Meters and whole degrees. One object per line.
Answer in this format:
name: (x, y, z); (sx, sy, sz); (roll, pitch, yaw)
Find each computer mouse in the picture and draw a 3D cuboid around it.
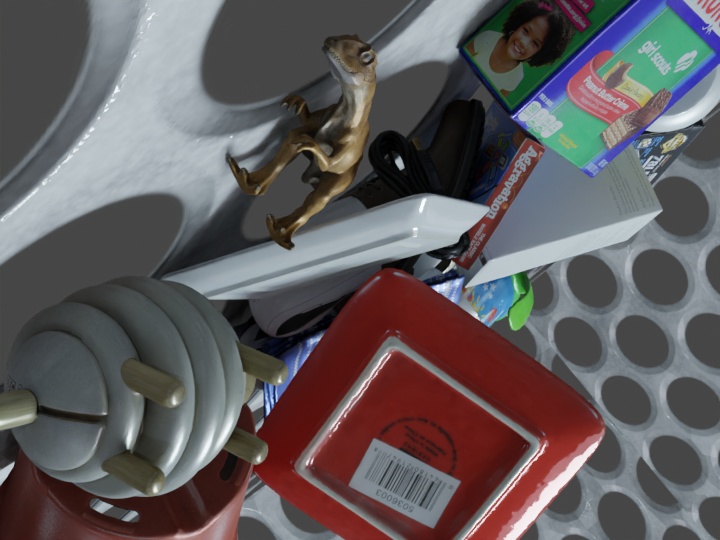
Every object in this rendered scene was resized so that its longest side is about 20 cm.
computer mouse: (-0.020, -0.013, 0.772); (0.200, 0.110, 0.044); (-35, 158, 27)

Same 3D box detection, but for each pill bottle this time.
pill bottle: (0.263, -0.180, 0.917); (0.113, 0.113, 0.200); (-42, 178, 17)

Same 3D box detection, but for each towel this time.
towel: (0.003, 0.086, 0.899); (0.199, 0.024, 0.146); (-20, 133, -28)

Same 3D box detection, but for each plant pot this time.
plant pot: (-0.166, 0.157, 0.745); (0.200, 0.201, 0.196); (-32, 160, -36)

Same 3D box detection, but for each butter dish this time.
butter dish: (0.049, 0.105, 0.785); (0.200, 0.199, 0.148); (-55, -176, 19)

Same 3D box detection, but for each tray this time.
tray: (-0.021, -0.010, 0.687); (0.199, 0.022, 0.107); (-16, 170, 27)

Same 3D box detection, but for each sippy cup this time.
sippy cup: (0.098, 0.034, 1.206); (0.178, 0.140, 0.130); (-36, -171, 50)

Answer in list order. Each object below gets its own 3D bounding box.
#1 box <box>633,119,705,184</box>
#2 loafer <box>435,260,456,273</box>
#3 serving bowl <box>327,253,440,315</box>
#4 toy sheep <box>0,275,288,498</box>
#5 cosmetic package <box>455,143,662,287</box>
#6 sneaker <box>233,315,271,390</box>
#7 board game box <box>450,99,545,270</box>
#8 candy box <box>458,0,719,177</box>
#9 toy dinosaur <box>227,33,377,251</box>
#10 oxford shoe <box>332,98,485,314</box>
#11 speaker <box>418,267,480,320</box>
box: (0.260, -0.120, 1.206); (0.197, 0.050, 0.200); (-10, 159, -17)
loafer: (0.029, 0.015, 1.112); (0.200, 0.075, 0.070); (-42, 174, 15)
serving bowl: (0.000, 0.000, 0.962); (0.200, 0.066, 0.200); (-38, 170, -8)
toy sheep: (-0.130, 0.067, 0.595); (0.138, 0.138, 0.200); (-43, 158, 22)
cosmetic package: (0.179, -0.068, 1.029); (0.199, 0.114, 0.081); (-14, 163, -17)
sneaker: (-0.114, 0.074, 0.946); (0.087, 0.075, 0.200); (-8, 175, 1)
board game box: (0.097, -0.074, 0.831); (0.103, 0.019, 0.200); (-60, -172, 15)
candy box: (0.192, -0.174, 0.737); (0.200, 0.077, 0.169); (-44, 152, 17)
toy dinosaur: (-0.020, -0.062, 0.623); (0.106, 0.060, 0.200); (-38, 171, -17)
oxford shoe: (0.030, -0.053, 0.815); (0.201, 0.084, 0.073); (-60, -174, 0)
speaker: (0.019, 0.087, 0.991); (0.200, 0.081, 0.081); (-39, 171, -9)
